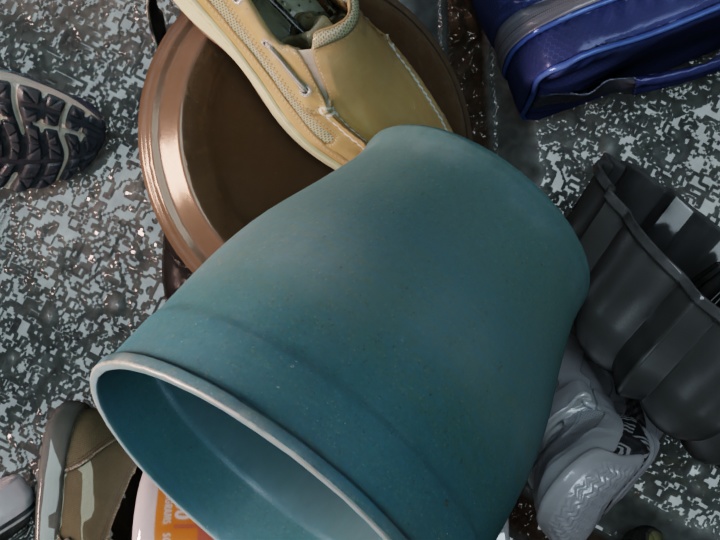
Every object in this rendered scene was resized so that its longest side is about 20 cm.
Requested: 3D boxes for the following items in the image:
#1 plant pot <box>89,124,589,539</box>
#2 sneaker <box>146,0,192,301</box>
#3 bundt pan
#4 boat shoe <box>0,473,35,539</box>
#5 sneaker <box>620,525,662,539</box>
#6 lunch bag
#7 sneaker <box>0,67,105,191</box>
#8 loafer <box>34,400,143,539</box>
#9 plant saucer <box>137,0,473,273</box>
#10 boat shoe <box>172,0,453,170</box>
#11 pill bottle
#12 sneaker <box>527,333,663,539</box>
[{"bbox_3d":[0.009,0.042,0.733,0.199,0.200,0.188,37,67,4],"label":"plant pot"},{"bbox_3d":[-0.090,-0.048,0.875,0.059,0.104,0.203,-4,85,1],"label":"sneaker"},{"bbox_3d":[0.178,0.034,0.828,0.202,0.202,0.076,42,109,4],"label":"bundt pan"},{"bbox_3d":[-0.254,0.193,0.883,0.199,0.072,0.071,-37,92,9],"label":"boat shoe"},{"bbox_3d":[0.186,0.240,0.872,0.087,0.077,0.203,-9,90,-13],"label":"sneaker"},{"bbox_3d":[0.161,-0.167,0.864,0.198,0.136,0.134,-20,86,-2],"label":"lunch bag"},{"bbox_3d":[-0.244,-0.109,0.897,0.197,0.078,0.087,10,42,-16],"label":"sneaker"},{"bbox_3d":[-0.149,0.176,0.873,0.069,0.075,0.203,3,85,6],"label":"loafer"},{"bbox_3d":[-0.022,-0.070,0.838,0.198,0.029,0.203,3,82,-25],"label":"plant saucer"},{"bbox_3d":[-0.020,-0.112,0.785,0.199,0.076,0.072,39,69,-17],"label":"boat shoe"},{"bbox_3d":[-0.017,0.150,0.848,0.197,0.112,0.114,-3,85,5],"label":"pill bottle"},{"bbox_3d":[0.096,0.076,0.821,0.115,0.200,0.075,40,104,9],"label":"sneaker"}]
